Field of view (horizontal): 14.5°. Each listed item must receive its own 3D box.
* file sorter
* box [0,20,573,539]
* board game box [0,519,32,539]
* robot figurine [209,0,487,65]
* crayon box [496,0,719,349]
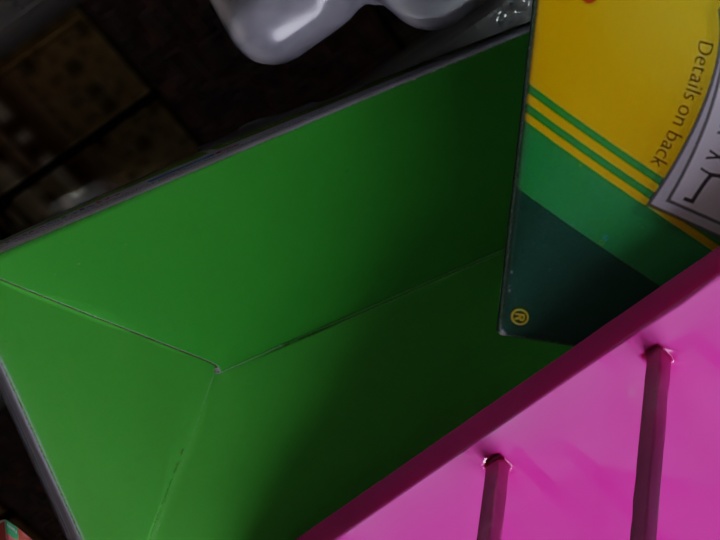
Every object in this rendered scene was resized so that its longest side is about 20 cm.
[{"bbox_3d":[0.065,0.109,0.590,0.200,0.125,0.139,-37,110,28],"label":"file sorter"},{"bbox_3d":[0.000,0.000,0.745,0.200,0.097,0.176,-24,-177,-9],"label":"box"},{"bbox_3d":[-0.086,0.139,0.791,0.103,0.019,0.200,-26,139,15],"label":"board game box"},{"bbox_3d":[0.033,-0.136,0.672,0.200,0.113,0.170,-35,134,6],"label":"robot figurine"},{"bbox_3d":[0.126,-0.074,0.593,0.172,0.058,0.200,8,112,8],"label":"crayon box"}]
